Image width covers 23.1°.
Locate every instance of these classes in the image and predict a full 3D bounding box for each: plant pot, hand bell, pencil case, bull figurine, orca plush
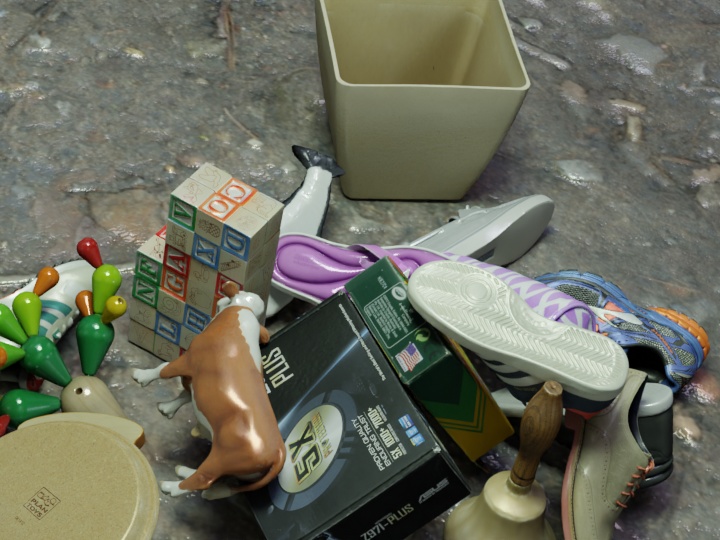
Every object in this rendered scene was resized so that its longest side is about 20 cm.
[{"bbox_3d":[0.049,-0.185,1.871,0.199,0.178,0.200,1,43,-12],"label":"plant pot"},{"bbox_3d":[0.139,0.169,1.492,0.103,0.201,0.105,6,43,-6],"label":"hand bell"},{"bbox_3d":[0.135,0.044,1.661,0.200,0.086,0.084,26,74,46],"label":"pencil case"},{"bbox_3d":[-0.122,0.104,1.488,0.121,0.065,0.201,-29,49,13],"label":"bull figurine"},{"bbox_3d":[-0.090,-0.032,1.750,0.105,0.071,0.201,28,64,-36],"label":"orca plush"}]

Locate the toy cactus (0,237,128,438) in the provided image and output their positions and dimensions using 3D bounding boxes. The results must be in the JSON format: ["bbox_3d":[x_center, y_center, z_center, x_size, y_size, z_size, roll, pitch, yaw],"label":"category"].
[{"bbox_3d":[-0.260,0.086,1.536,0.165,0.102,0.200,48,65,-16],"label":"toy cactus"}]

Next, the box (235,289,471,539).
[{"bbox_3d":[-0.027,0.145,1.511,0.163,0.086,0.200,-33,51,2],"label":"box"}]

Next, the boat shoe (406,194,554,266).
[{"bbox_3d":[0.116,-0.034,1.814,0.200,0.072,0.068,-34,58,-28],"label":"boat shoe"}]

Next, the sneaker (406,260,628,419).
[{"bbox_3d":[0.124,0.067,1.485,0.199,0.085,0.075,30,58,9],"label":"sneaker"}]

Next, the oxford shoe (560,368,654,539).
[{"bbox_3d":[0.214,0.179,1.514,0.074,0.202,0.070,0,-6,17],"label":"oxford shoe"}]

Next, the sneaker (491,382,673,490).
[{"bbox_3d":[0.200,0.156,1.622,0.199,0.100,0.071,0,21,36],"label":"sneaker"}]

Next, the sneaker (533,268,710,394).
[{"bbox_3d":[0.243,0.061,1.731,0.199,0.076,0.079,19,46,10],"label":"sneaker"}]

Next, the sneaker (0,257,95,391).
[{"bbox_3d":[-0.300,0.063,1.618,0.199,0.070,0.094,-25,71,-37],"label":"sneaker"}]

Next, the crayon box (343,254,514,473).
[{"bbox_3d":[0.069,0.086,1.576,0.051,0.200,0.127,-35,53,3],"label":"crayon box"}]

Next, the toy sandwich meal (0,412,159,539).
[{"bbox_3d":[-0.252,0.204,1.441,0.204,0.070,0.206,-4,50,5],"label":"toy sandwich meal"}]

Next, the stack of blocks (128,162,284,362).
[{"bbox_3d":[-0.143,0.003,1.606,0.115,0.201,0.059,28,44,16],"label":"stack of blocks"}]

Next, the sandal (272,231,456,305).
[{"bbox_3d":[-0.001,0.007,1.653,0.201,0.050,0.083,7,77,15],"label":"sandal"}]
